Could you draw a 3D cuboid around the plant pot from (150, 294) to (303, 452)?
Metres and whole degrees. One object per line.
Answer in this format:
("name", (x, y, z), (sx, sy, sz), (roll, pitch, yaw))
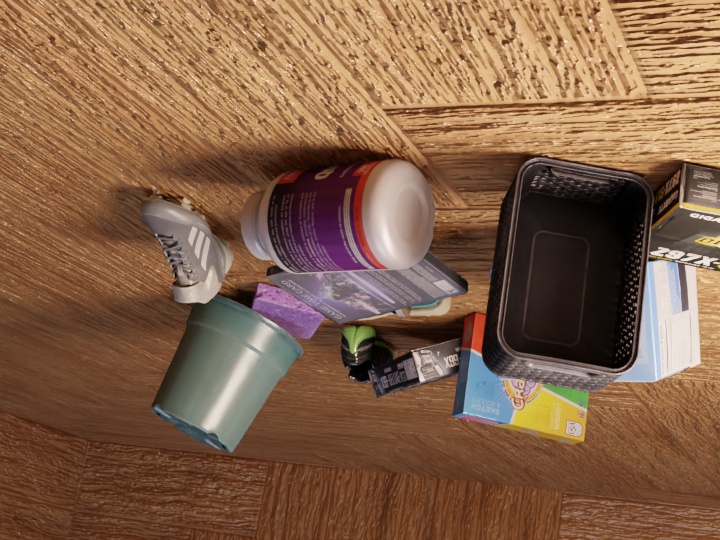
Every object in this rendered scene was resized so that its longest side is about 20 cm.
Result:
("plant pot", (-0.222, 0.170, 1.873), (0.199, 0.197, 0.200), (25, 163, 8))

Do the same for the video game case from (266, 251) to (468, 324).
("video game case", (0.007, 0.012, 1.406), (0.199, 0.019, 0.143), (-14, 145, 36))

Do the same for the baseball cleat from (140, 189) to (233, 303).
("baseball cleat", (-0.220, -0.019, 1.486), (0.069, 0.107, 0.200), (7, 162, 28))

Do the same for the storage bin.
("storage bin", (0.200, 0.006, 1.150), (0.134, 0.201, 0.094), (10, 163, -1))

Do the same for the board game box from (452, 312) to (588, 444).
("board game box", (0.241, 0.160, 1.736), (0.199, 0.154, 0.040), (14, 162, -17))

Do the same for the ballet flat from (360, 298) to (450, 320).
("ballet flat", (0.031, 0.036, 1.608), (0.199, 0.070, 0.069), (3, 163, 21))

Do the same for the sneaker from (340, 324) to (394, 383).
("sneaker", (0.004, 0.149, 1.959), (0.076, 0.084, 0.200), (5, 163, 19))

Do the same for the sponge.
("sponge", (-0.118, 0.067, 1.851), (0.111, 0.030, 0.200), (13, 163, -7))

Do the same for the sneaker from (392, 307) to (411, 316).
("sneaker", (0.000, 0.000, 1.480), (0.108, 0.071, 0.200), (0, 155, 16))

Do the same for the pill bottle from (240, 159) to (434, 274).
("pill bottle", (-0.028, -0.054, 1.244), (0.199, 0.113, 0.112), (-2, 160, 36))

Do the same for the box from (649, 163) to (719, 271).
("box", (0.383, -0.041, 1.165), (0.199, 0.050, 0.160), (11, 165, -4))

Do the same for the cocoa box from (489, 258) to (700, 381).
("cocoa box", (0.263, 0.051, 1.330), (0.199, 0.134, 0.131), (-3, -177, 37))

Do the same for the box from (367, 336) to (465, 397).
("box", (0.119, 0.145, 1.828), (0.157, 0.050, 0.200), (-14, 172, -21))
